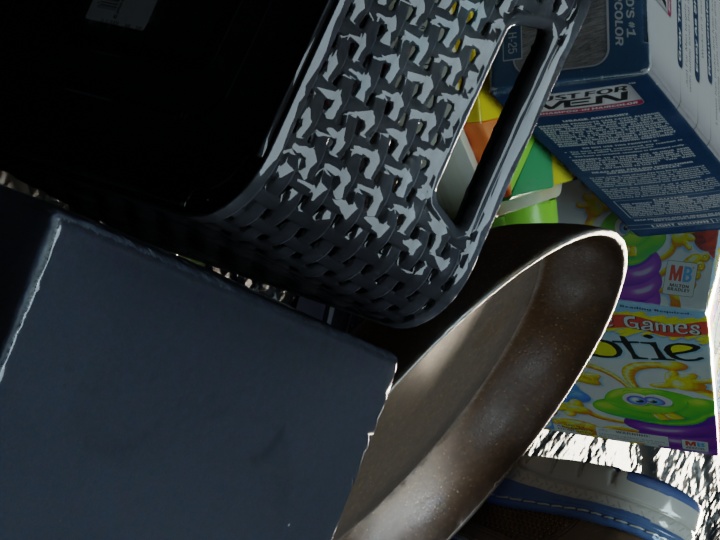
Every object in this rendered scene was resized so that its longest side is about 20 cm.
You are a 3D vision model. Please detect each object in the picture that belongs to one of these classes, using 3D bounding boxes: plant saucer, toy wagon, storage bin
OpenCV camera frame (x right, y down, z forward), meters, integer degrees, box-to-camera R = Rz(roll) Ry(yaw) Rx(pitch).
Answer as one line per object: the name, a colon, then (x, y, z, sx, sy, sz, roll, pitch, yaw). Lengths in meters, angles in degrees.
plant saucer: (0.017, 0.056, 0.948, 0.200, 0.034, 0.200, -43, 162, -18)
toy wagon: (0.053, -0.091, 1.005, 0.200, 0.039, 0.156, -18, 104, -69)
storage bin: (-0.039, -0.075, 0.869, 0.094, 0.200, 0.135, 29, 83, -40)

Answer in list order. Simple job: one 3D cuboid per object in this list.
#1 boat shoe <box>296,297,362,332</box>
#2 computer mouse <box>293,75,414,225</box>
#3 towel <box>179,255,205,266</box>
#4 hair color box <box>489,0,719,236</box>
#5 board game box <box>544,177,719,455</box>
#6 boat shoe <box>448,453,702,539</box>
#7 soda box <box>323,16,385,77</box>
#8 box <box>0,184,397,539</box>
boat shoe: (0.013, 0.022, 1.152, 0.071, 0.064, 0.200, -19, 123, -51)
computer mouse: (0.000, 0.000, 1.004, 0.200, 0.046, 0.141, 7, 92, -69)
towel: (-0.093, 0.041, 0.997, 0.200, 0.018, 0.086, -65, 174, 5)
hair color box: (0.104, -0.086, 0.998, 0.200, 0.060, 0.100, 36, 51, -65)
board game box: (0.115, -0.001, 1.190, 0.200, 0.105, 0.103, 67, 33, -67)
boat shoe: (0.044, 0.111, 1.075, 0.072, 0.200, 0.073, 31, 71, -34)
soda box: (-0.020, -0.123, 1.012, 0.064, 0.068, 0.200, -34, 135, -44)
box: (-0.129, 0.029, 0.810, 0.197, 0.200, 0.118, 25, 86, -59)
